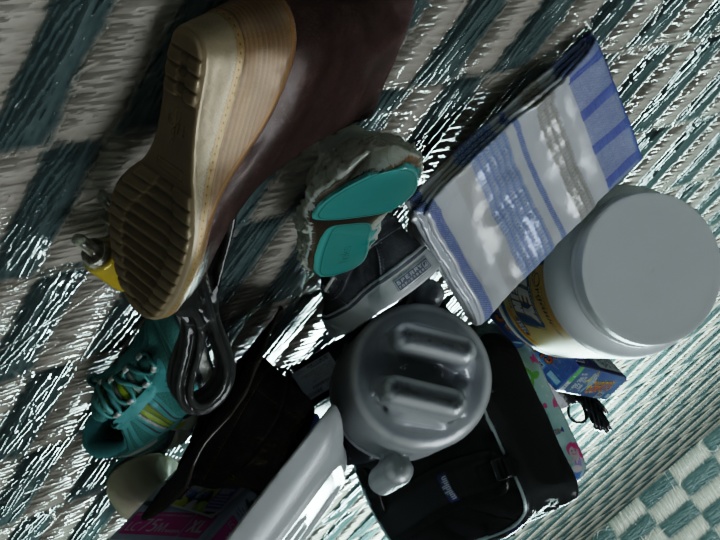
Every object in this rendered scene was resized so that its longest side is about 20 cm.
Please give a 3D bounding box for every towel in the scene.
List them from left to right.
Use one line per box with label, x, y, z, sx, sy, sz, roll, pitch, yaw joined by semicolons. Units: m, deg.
towel;0.128;-0.065;1.107;0.200;0.024;0.147;-44;134;-12

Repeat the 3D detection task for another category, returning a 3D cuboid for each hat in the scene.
hat;-0.084;0.127;1.137;0.201;0.081;0.201;-57;-173;11

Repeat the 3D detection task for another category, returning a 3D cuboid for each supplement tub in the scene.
supplement tub;0.208;0.003;1.265;0.144;0.145;0.200;-31;-176;-13

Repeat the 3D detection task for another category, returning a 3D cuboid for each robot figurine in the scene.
robot figurine;0.037;0.092;1.169;0.200;0.112;0.171;128;-22;-76

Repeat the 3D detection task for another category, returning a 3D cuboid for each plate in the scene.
plate;-0.068;0.204;1.136;0.200;0.032;0.200;-52;170;-12

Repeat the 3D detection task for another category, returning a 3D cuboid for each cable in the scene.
cable;-0.111;0.010;0.935;0.097;0.050;0.200;-41;148;-17

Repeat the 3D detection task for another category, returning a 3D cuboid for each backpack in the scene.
backpack;0.090;0.163;1.335;0.150;0.178;0.200;-11;161;-48

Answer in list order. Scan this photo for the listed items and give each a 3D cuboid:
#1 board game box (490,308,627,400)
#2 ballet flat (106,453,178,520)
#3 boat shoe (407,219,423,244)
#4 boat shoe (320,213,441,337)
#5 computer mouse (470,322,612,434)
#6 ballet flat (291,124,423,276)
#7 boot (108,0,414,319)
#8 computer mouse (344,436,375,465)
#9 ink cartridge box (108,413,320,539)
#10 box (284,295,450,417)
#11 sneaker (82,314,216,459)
board game box;0.188;0.065;1.471;0.034;0.135;0.200;-46;158;11
ballet flat;-0.175;0.214;1.320;0.069;0.070;0.200;-33;160;-8
boat shoe;0.116;-0.071;1.159;0.200;0.074;0.066;-33;159;-38
boat shoe;0.000;0.000;1.123;0.072;0.068;0.200;-36;180;-15
computer mouse;0.169;0.095;1.526;0.199;0.139;0.053;20;107;-30
ballet flat;-0.012;-0.055;0.953;0.071;0.072;0.200;-28;170;-21
boot;-0.050;-0.069;0.835;0.166;0.072;0.201;-20;141;-43
computer mouse;-0.050;0.154;1.328;0.199;0.034;0.059;-11;-168;38
ink cartridge box;-0.106;0.175;1.240;0.119;0.042;0.200;-6;-153;44
box;0.010;0.105;1.403;0.158;0.046;0.200;-31;159;-12
sneaker;-0.153;0.085;1.056;0.079;0.078;0.200;-14;153;-27
